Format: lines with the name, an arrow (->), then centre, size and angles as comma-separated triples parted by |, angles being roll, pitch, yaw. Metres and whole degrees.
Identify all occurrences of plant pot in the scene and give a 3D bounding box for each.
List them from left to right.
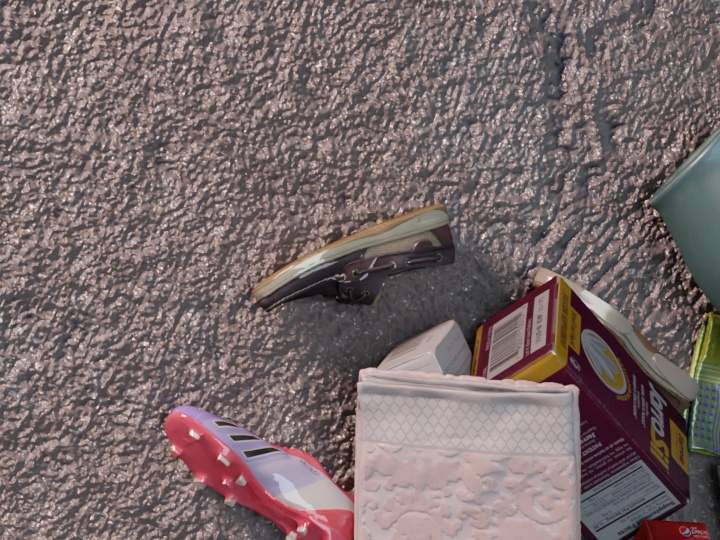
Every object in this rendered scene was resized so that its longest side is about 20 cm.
plant pot -> 0.383, -0.048, 1.488 | 0.188, 0.200, 0.200 | 45, 76, 3

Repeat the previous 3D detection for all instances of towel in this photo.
towel -> 0.090, 0.183, 1.353 | 0.198, 0.032, 0.193 | 3, 105, 16
towel -> 0.415, 0.128, 1.575 | 0.199, 0.023, 0.145 | 15, 85, -17

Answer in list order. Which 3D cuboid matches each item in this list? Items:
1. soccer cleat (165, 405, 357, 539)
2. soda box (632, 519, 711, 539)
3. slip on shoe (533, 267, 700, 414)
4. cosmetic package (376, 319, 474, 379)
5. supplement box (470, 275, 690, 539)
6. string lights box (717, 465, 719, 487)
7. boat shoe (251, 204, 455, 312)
soccer cleat -> -0.084, 0.176, 1.397 | 0.200, 0.067, 0.077 | 38, 48, -9
soda box -> 0.255, 0.313, 1.432 | 0.063, 0.201, 0.070 | 6, 42, -18
slip on shoe -> 0.233, 0.076, 1.495 | 0.200, 0.076, 0.061 | 39, 88, -20
cosmetic package -> 0.088, 0.158, 1.417 | 0.074, 0.102, 0.201 | -24, 98, 21
supplement box -> 0.197, 0.129, 1.422 | 0.103, 0.131, 0.200 | -34, 110, 25
string lights box -> 0.417, 0.280, 1.540 | 0.102, 0.059, 0.202 | -11, 99, -17
boat shoe -> 0.000, 0.000, 1.418 | 0.199, 0.072, 0.065 | -23, 91, -23
